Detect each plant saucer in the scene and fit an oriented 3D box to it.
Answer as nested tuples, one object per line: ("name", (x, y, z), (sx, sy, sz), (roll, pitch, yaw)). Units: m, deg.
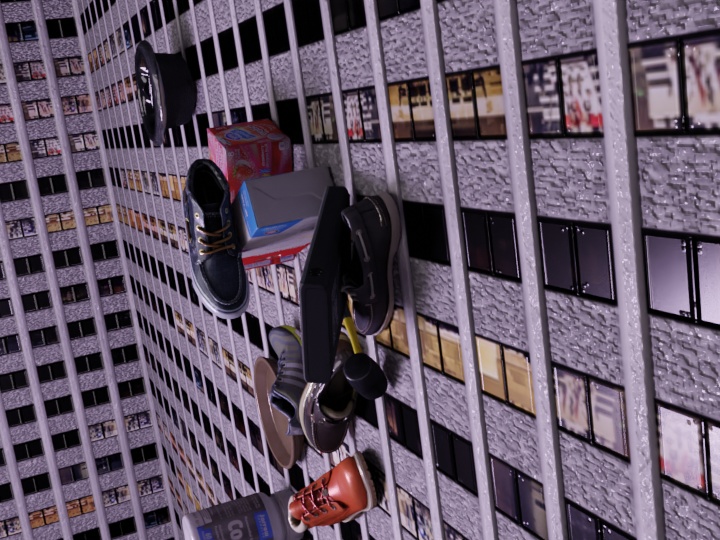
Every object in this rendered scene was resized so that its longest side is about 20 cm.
("plant saucer", (-0.142, 0.245, 1.538), (0.200, 0.029, 0.200), (167, 90, -68))

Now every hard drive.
("hard drive", (-0.037, 0.012, 1.019), (0.200, 0.033, 0.140), (-79, -10, -54))

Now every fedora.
("fedora", (-0.370, -0.343, 1.692), (0.201, 0.092, 0.201), (167, 90, -68))

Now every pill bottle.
("pill bottle", (-0.211, 0.470, 1.596), (0.114, 0.200, 0.114), (167, 90, -69))

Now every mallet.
("mallet", (-0.010, 0.075, 1.121), (0.066, 0.041, 0.200), (58, -170, -46))

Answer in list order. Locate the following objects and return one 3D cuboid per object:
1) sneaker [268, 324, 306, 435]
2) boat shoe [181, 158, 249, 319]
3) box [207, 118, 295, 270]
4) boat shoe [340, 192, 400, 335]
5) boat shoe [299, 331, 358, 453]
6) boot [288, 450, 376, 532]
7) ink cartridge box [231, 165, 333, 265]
("sneaker", (-0.104, 0.164, 1.331), (0.074, 0.081, 0.200), (101, 149, -44))
("boat shoe", (-0.189, -0.041, 1.127), (0.091, 0.071, 0.200), (115, 138, -63))
("box", (-0.160, -0.111, 1.296), (0.095, 0.100, 0.200), (-134, 37, -52))
("boat shoe", (0.000, 0.000, 1.013), (0.073, 0.063, 0.200), (53, 149, 41))
("boat shoe", (-0.040, 0.178, 1.194), (0.065, 0.073, 0.200), (-123, 29, -52))
("boot", (-0.043, 0.318, 1.234), (0.200, 0.107, 0.075), (114, 140, -54))
("ink cartridge box", (-0.115, -0.067, 1.188), (0.200, 0.116, 0.067), (-38, 68, 65))
